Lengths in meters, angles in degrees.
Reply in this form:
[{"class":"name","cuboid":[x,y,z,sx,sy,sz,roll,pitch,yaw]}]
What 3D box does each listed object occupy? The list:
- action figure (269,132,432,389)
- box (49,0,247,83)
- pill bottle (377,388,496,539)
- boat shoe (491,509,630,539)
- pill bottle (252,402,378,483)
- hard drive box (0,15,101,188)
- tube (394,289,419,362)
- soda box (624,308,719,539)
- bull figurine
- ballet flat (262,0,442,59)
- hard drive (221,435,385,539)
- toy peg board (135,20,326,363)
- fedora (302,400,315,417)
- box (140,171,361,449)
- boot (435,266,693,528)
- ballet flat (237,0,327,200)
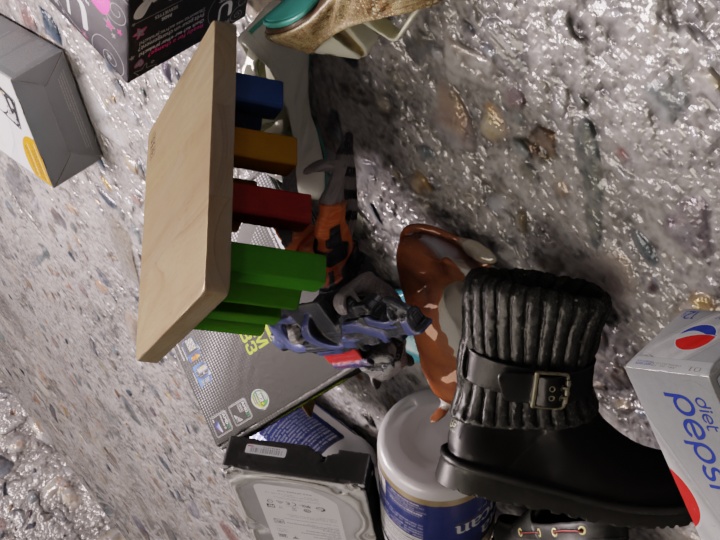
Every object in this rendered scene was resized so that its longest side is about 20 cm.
[{"class":"action figure","cuboid":[0.000,0.000,0.873,0.198,0.104,0.196,1,117,50]},{"class":"box","cuboid":[-0.194,-0.270,0.876,0.200,0.132,0.115,45,151,17]},{"class":"pill bottle","cuboid":[0.073,0.212,1.043,0.111,0.111,0.202,36,149,30]},{"class":"boat shoe","cuboid":[0.171,0.229,0.966,0.201,0.072,0.064,165,106,-72]},{"class":"pill bottle","cuboid":[-0.051,0.217,1.247,0.199,0.111,0.112,32,147,36]},{"class":"hard drive box","cuboid":[-0.420,-0.215,1.371,0.199,0.076,0.158,31,145,38]},{"class":"tube","cuboid":[0.000,0.044,1.039,0.199,0.050,0.078,6,130,51]},{"class":"soda box","cuboid":[0.235,0.124,0.669,0.068,0.063,0.202,3,124,58]},{"class":"bull figurine","cuboid":[0.084,0.056,0.892,0.120,0.065,0.202,14,135,47]},{"class":"ballet flat","cuboid":[-0.005,-0.177,0.762,0.065,0.071,0.199,45,160,-18]},{"class":"hard drive","cuboid":[-0.049,0.231,1.084,0.137,0.038,0.201,6,145,11]},{"class":"toy peg board","cuboid":[-0.098,-0.046,0.856,0.200,0.096,0.203,144,130,-60]},{"class":"fedora","cuboid":[-0.118,0.072,1.152,0.203,0.081,0.201,63,176,9]},{"class":"box","cuboid":[-0.098,0.036,1.036,0.192,0.047,0.202,-32,78,35]},{"class":"boot","cuboid":[0.160,0.089,0.786,0.079,0.207,0.161,-136,57,-79]},{"class":"ballet flat","cuboid":[-0.071,-0.127,0.923,0.069,0.069,0.202,36,149,30]}]
